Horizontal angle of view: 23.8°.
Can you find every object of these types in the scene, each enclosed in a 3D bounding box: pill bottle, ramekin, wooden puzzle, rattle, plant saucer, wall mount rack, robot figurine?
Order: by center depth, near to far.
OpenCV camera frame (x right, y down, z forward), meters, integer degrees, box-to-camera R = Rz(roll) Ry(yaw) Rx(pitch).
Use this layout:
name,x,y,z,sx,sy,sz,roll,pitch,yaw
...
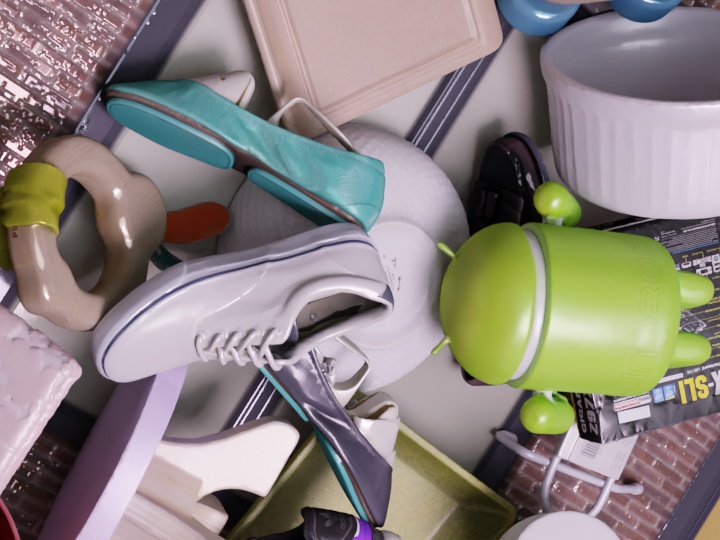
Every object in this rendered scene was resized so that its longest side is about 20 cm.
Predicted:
name,x,y,z,sx,sy,sz,roll,pitch,yaw
rattle,-0.197,-0.016,1.140,0.131,0.142,0.200,65,25,4
wooden puzzle,0.001,-0.209,1.197,0.199,0.037,0.186,-29,117,-24
robot figurine,0.146,0.028,1.207,0.199,0.116,0.177,5,85,-15
ramekin,0.233,-0.117,1.263,0.199,0.200,0.098,-17,121,-24
plant saucer,-0.011,0.205,1.301,0.200,0.048,0.200,39,92,-32
pill bottle,0.149,0.248,1.316,0.114,0.200,0.115,0,70,0
wall mount rack,0.209,0.114,1.395,0.173,0.075,0.201,23,93,-29

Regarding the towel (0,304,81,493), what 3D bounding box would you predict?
name,x,y,z,sx,sy,sz,roll,pitch,yaw
towel,-0.295,0.083,1.044,0.192,0.199,0.032,-57,164,0

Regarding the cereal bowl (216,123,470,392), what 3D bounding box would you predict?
name,x,y,z,sx,sy,sz,roll,pitch,yaw
cereal bowl,0.000,0.000,1.231,0.199,0.083,0.201,-10,111,-28

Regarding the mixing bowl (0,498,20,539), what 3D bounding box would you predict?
name,x,y,z,sx,sy,sz,roll,pitch,yaw
mixing bowl,-0.292,0.212,1.092,0.200,0.200,0.108,-52,165,-5

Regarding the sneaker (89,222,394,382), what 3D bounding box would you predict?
name,x,y,z,sx,sy,sz,roll,pitch,yaw
sneaker,-0.073,0.030,1.088,0.199,0.071,0.073,-22,139,-11

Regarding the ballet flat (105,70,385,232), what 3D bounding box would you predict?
name,x,y,z,sx,sy,sz,roll,pitch,yaw
ballet flat,-0.071,-0.092,1.149,0.199,0.067,0.071,27,74,-3

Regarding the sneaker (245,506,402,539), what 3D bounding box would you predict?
name,x,y,z,sx,sy,sz,roll,pitch,yaw
sneaker,-0.066,0.236,1.209,0.099,0.070,0.200,30,112,-25

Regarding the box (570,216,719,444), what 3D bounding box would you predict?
name,x,y,z,sx,sy,sz,roll,pitch,yaw
box,0.250,0.032,1.322,0.199,0.049,0.161,-14,97,-16

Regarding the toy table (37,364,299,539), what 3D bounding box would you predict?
name,x,y,z,sx,sy,sz,roll,pitch,yaw
toy table,-0.133,0.160,1.162,0.117,0.184,0.201,29,102,-17

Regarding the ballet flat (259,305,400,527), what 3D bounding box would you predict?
name,x,y,z,sx,sy,sz,roll,pitch,yaw
ballet flat,-0.014,0.094,1.185,0.073,0.073,0.200,-39,116,-14

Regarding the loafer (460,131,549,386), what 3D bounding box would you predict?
name,x,y,z,sx,sy,sz,roll,pitch,yaw
loafer,0.106,-0.003,1.296,0.063,0.072,0.201,-16,116,-29

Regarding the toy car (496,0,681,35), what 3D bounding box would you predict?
name,x,y,z,sx,sy,sz,roll,pitch,yaw
toy car,0.177,-0.298,1.217,0.176,0.184,0.201,-10,77,-18
